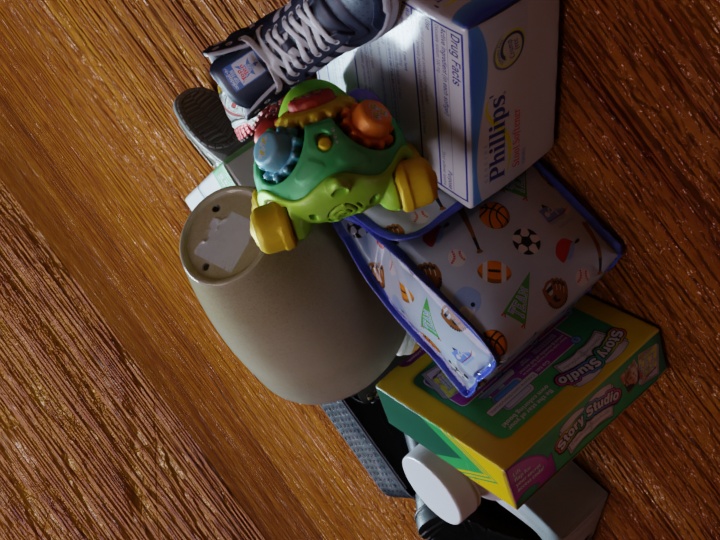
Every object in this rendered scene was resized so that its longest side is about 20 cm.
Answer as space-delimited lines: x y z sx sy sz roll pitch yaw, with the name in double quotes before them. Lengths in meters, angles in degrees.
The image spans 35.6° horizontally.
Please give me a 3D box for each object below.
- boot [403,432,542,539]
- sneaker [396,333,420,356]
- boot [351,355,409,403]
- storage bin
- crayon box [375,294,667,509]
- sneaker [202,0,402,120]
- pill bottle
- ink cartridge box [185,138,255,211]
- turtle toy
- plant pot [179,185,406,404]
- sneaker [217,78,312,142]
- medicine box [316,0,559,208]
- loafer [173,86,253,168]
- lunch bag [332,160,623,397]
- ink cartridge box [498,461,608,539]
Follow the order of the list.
"boot" 0.123 0.230 1.218 0.200 0.076 0.169 33 -145 -34
"sneaker" 0.000 0.000 1.157 0.076 0.087 0.201 107 149 -47
"boot" 0.061 0.141 1.331 0.200 0.138 0.078 48 157 9
"storage bin" 0.047 0.174 1.409 0.200 0.135 0.094 55 159 -5
"crayon box" 0.144 0.098 1.015 0.172 0.200 0.058 29 149 46
"sneaker" -0.050 -0.175 0.843 0.070 0.108 0.200 56 158 -9
"pill bottle" 0.140 0.155 1.109 0.111 0.200 0.111 42 156 24
"ink cartridge box" -0.105 -0.106 1.283 0.084 0.146 0.200 54 158 -6
"turtle toy" -0.027 -0.094 0.883 0.200 0.145 0.102 -109 2 -73
"plant pot" -0.074 0.007 1.030 0.187 0.188 0.200 38 178 32
"sneaker" -0.119 -0.204 1.257 0.082 0.078 0.200 57 158 -7
"medicine box" 0.054 -0.184 0.905 0.200 0.103 0.183 38 154 32
"loafer" -0.169 -0.151 1.442 0.200 0.075 0.070 49 154 11
"lunch bag" 0.095 -0.026 0.970 0.200 0.170 0.124 49 156 12
"ink cartridge box" 0.202 0.285 1.336 0.146 0.084 0.200 42 156 26
